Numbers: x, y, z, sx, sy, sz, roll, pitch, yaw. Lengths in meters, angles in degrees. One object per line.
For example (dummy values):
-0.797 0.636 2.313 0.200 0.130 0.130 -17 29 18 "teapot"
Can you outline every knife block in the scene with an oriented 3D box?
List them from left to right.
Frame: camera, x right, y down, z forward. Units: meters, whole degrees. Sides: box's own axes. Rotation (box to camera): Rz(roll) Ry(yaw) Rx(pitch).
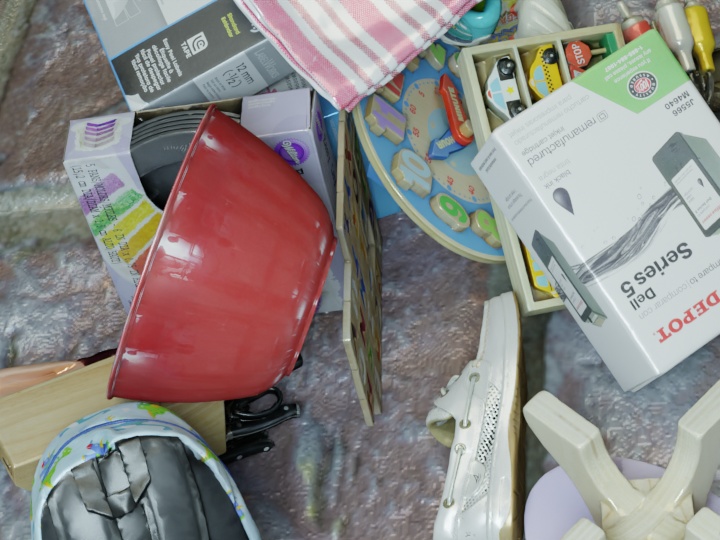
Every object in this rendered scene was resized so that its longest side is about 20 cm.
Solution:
-0.134 0.085 1.120 0.176 0.200 0.064 -50 50 11 "knife block"

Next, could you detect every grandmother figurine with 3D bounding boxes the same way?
-0.201 0.079 1.188 0.199 0.061 0.121 -19 11 -22 "grandmother figurine"

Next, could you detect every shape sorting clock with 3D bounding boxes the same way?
0.071 -0.097 1.219 0.039 0.199 0.201 -38 34 41 "shape sorting clock"

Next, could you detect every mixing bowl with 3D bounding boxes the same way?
-0.080 0.005 1.052 0.108 0.201 0.201 20 54 -4 "mixing bowl"

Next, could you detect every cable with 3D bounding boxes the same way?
0.252 -0.127 1.227 0.096 0.050 0.201 -16 65 -22 "cable"

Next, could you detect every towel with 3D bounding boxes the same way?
0.013 -0.223 1.150 0.200 0.030 0.146 -41 78 -9 "towel"

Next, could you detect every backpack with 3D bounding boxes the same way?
-0.133 0.185 1.017 0.162 0.201 0.154 -21 27 -5 "backpack"

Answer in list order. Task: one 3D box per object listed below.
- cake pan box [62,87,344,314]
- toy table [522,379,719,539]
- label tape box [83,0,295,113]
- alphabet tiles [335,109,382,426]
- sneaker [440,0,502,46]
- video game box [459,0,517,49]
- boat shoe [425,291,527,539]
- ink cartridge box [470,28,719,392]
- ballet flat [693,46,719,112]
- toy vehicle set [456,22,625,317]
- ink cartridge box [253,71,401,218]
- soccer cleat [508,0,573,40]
-0.104 -0.042 1.196 0.182 0.201 0.053 -7 47 5 "cake pan box"
0.182 0.160 1.008 0.199 0.118 0.184 23 59 31 "toy table"
-0.099 -0.206 1.211 0.199 0.066 0.144 -29 65 7 "label tape box"
0.000 0.000 1.154 0.007 0.168 0.201 -6 50 7 "alphabet tiles"
0.063 -0.267 1.215 0.077 0.080 0.201 -22 93 -7 "sneaker"
0.048 -0.237 1.329 0.198 0.183 0.047 -19 46 -1 "video game box"
0.078 0.099 1.115 0.069 0.071 0.201 -2 51 12 "boat shoe"
0.194 -0.040 1.130 0.145 0.084 0.201 -33 84 -13 "ink cartridge box"
0.289 -0.158 1.291 0.198 0.047 0.068 -17 47 1 "ballet flat"
0.154 -0.075 1.191 0.123 0.027 0.202 -12 79 -11 "toy vehicle set"
-0.087 -0.099 1.288 0.198 0.126 0.129 -18 48 -1 "ink cartridge box"
0.169 -0.147 1.280 0.077 0.069 0.202 -22 60 29 "soccer cleat"
